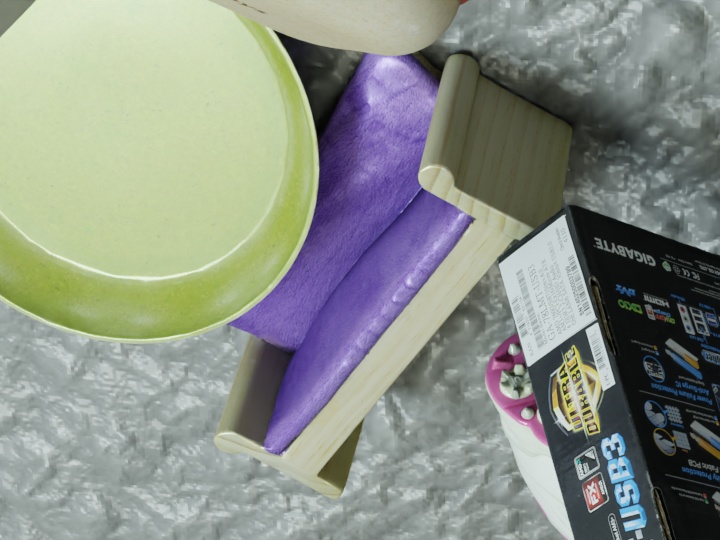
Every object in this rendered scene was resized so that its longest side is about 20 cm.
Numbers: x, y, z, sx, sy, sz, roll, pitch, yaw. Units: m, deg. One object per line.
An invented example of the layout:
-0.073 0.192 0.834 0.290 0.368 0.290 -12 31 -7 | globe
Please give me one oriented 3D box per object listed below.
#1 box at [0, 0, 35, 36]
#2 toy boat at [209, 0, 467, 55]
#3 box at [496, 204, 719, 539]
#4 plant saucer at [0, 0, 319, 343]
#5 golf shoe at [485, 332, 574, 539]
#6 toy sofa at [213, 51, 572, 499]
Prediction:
-0.235 -0.161 0.892 0.199 0.106 0.153 -3 116 16 | box
-0.041 -0.169 0.854 0.199 0.131 0.130 21 178 -29 | toy boat
0.157 0.087 0.913 0.199 0.199 0.050 16 140 -40 | box
-0.109 -0.063 0.991 0.199 0.031 0.201 8 121 13 | plant saucer
0.131 0.109 1.019 0.075 0.200 0.092 -28 145 -17 | golf shoe
0.000 0.000 1.000 0.097 0.083 0.200 28 130 -12 | toy sofa
